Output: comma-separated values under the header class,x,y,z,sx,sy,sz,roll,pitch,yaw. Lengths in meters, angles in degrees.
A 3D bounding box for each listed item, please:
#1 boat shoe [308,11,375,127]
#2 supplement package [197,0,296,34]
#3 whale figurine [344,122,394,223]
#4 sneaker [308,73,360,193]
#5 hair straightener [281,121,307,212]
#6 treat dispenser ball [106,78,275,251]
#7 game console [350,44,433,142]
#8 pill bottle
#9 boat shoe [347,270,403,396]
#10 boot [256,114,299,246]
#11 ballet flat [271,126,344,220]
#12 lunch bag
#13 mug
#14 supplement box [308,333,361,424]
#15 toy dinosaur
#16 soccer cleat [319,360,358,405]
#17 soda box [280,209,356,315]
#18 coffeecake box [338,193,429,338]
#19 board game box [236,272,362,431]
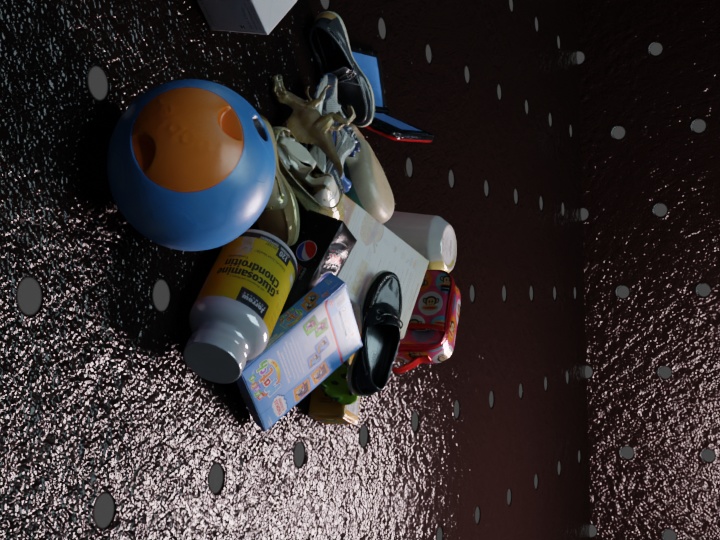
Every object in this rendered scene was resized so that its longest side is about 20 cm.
class,x,y,z,sx,sy,sz,roll,pitch,yaw
boat shoe,-0.034,-0.329,1.865,0.062,0.074,0.202,-49,123,-53
supplement package,-0.161,-0.448,1.507,0.156,0.110,0.201,-54,138,-28
whale figurine,-0.016,-0.160,1.898,0.159,0.103,0.202,45,24,-56
sneaker,-0.042,-0.215,1.802,0.077,0.084,0.203,145,-51,-81
hair straightener,-0.099,-0.127,1.741,0.077,0.040,0.203,35,52,-61
treat dispenser ball,-0.200,-0.125,1.331,0.200,0.199,0.204,-2,90,-65
game console,0.047,-0.314,1.996,0.200,0.171,0.120,-13,126,-66
pill bottle,-0.164,0.049,1.505,0.201,0.111,0.113,-69,147,-41
boat shoe,0.034,0.096,1.722,0.074,0.066,0.201,26,74,-26
boot,-0.158,-0.104,1.576,0.156,0.072,0.202,-47,129,-58
ballet flat,-0.079,-0.141,1.684,0.200,0.070,0.071,46,44,-25
lunch bag,0.067,0.089,1.911,0.082,0.197,0.178,57,38,-56
mug,0.095,-0.024,2.036,0.150,0.151,0.188,-61,142,-49
supplement box,-0.034,0.150,1.842,0.069,0.066,0.202,44,49,-59
toy dinosaur,-0.061,-0.221,1.721,0.101,0.201,0.058,-30,164,-23
soccer cleat,-0.057,0.120,1.752,0.201,0.067,0.081,57,28,-19
soda box,-0.085,0.015,1.658,0.201,0.070,0.063,-62,149,-14
coffeecake box,0.000,0.000,1.805,0.199,0.073,0.155,37,57,-25
board game box,-0.089,0.119,1.610,0.200,0.036,0.152,-41,143,-21
